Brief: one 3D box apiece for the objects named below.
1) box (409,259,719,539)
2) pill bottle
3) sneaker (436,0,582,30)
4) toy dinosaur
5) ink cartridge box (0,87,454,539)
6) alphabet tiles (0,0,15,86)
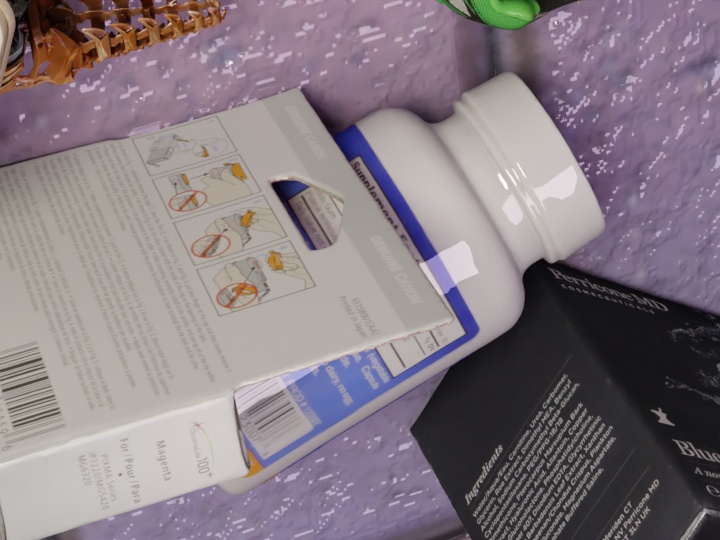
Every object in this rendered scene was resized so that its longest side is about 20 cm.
[{"bbox_3d":[0.159,0.111,0.961,0.196,0.200,0.118,17,115,-31],"label":"box"},{"bbox_3d":[0.000,0.000,0.878,0.200,0.112,0.112,-32,128,-1],"label":"pill bottle"},{"bbox_3d":[0.120,-0.155,0.842,0.200,0.085,0.078,-31,128,-2],"label":"sneaker"},{"bbox_3d":[-0.156,-0.112,0.770,0.200,0.102,0.136,-16,144,-35],"label":"toy dinosaur"},{"bbox_3d":[-0.075,0.009,0.795,0.173,0.200,0.044,-15,125,-12],"label":"ink cartridge box"},{"bbox_3d":[-0.221,-0.092,0.712,0.199,0.015,0.196,23,131,-1],"label":"alphabet tiles"}]
